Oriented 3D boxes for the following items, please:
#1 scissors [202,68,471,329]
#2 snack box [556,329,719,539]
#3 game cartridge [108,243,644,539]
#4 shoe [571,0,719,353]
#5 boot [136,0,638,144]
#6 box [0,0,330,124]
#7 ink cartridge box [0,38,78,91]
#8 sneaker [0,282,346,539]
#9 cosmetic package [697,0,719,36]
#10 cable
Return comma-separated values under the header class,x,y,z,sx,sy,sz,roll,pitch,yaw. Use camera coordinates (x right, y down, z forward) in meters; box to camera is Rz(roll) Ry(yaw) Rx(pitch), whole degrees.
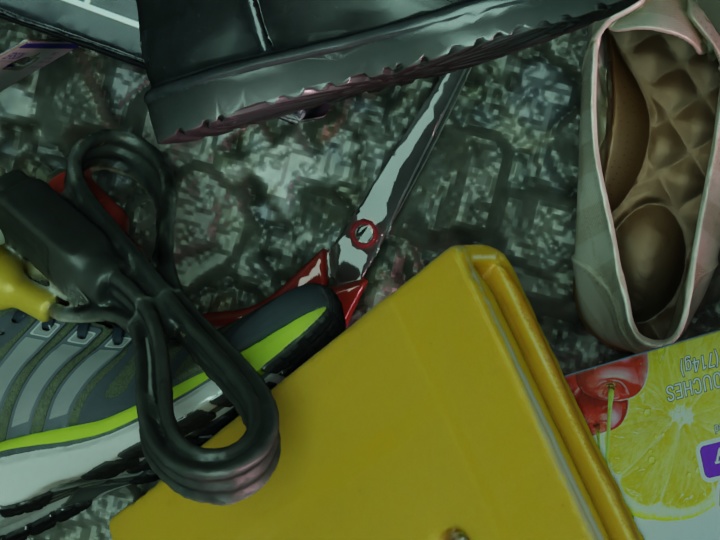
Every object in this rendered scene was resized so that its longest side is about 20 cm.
class,x,y,z,sx,sy,sz,roll,pitch,yaw
scissors,0.000,0.000,0.852,0.200,0.014,0.073,-45,89,6
snack box,0.129,0.122,0.716,0.168,0.068,0.201,-21,77,39
game cartridge,0.009,0.117,0.757,0.200,0.032,0.177,-39,65,35
shoe,0.116,-0.066,0.815,0.070,0.053,0.201,5,96,4
boot,-0.013,-0.157,0.693,0.164,0.066,0.201,-14,89,3
box,-0.074,-0.177,0.782,0.198,0.123,0.201,20,96,3
ink cartridge box,-0.203,-0.049,0.817,0.199,0.099,0.039,-30,92,6
sneaker,-0.101,0.041,0.827,0.199,0.074,0.081,-22,74,12
cosmetic package,0.175,-0.073,0.661,0.103,0.087,0.200,-26,56,-2
cable,-0.081,0.014,0.791,0.200,0.097,0.050,42,143,32
